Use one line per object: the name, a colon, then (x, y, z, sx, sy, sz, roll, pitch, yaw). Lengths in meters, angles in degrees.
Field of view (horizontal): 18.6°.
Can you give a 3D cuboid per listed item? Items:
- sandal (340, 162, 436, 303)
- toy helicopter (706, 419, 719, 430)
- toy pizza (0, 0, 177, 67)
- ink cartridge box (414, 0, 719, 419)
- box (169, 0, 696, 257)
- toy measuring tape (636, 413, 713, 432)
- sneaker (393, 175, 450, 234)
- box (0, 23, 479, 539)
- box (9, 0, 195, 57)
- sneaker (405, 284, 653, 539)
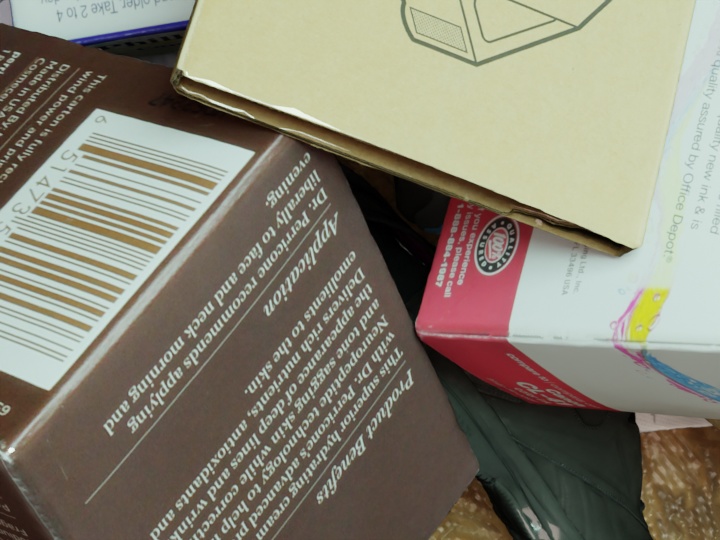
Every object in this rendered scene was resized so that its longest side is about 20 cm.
sandal: (0.001, -0.001, 0.915, 0.200, 0.048, 0.075, 30, 79, -15)
toy helicopter: (0.212, 0.040, 0.848, 0.200, 0.079, 0.132, -4, 116, 40)
toy pizza: (-0.130, -0.130, 0.935, 0.200, 0.032, 0.200, 0, 95, 1)
ink cartridge box: (0.133, -0.025, 0.763, 0.200, 0.086, 0.148, 4, 69, 41)
box: (0.041, -0.123, 0.737, 0.163, 0.021, 0.200, 20, 71, -12)
toy measuring tape: (0.191, 0.060, 0.929, 0.200, 0.074, 0.074, -3, 94, 0)
sneaker: (0.013, -0.113, 0.923, 0.082, 0.073, 0.200, -5, 86, 10)
box: (-0.090, 0.048, 0.790, 0.166, 0.164, 0.200, -51, 137, -27)
box: (-0.042, -0.191, 0.842, 0.184, 0.105, 0.200, -7, 91, 15)
sneaker: (0.086, 0.072, 0.907, 0.091, 0.076, 0.200, -42, 119, -4)
